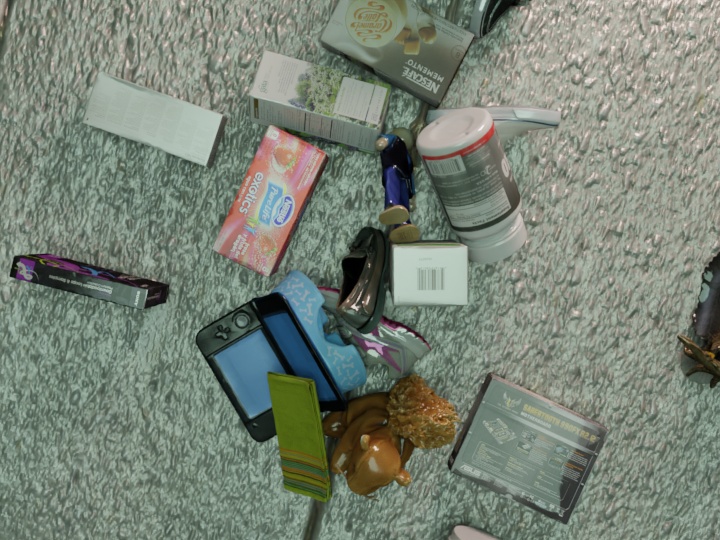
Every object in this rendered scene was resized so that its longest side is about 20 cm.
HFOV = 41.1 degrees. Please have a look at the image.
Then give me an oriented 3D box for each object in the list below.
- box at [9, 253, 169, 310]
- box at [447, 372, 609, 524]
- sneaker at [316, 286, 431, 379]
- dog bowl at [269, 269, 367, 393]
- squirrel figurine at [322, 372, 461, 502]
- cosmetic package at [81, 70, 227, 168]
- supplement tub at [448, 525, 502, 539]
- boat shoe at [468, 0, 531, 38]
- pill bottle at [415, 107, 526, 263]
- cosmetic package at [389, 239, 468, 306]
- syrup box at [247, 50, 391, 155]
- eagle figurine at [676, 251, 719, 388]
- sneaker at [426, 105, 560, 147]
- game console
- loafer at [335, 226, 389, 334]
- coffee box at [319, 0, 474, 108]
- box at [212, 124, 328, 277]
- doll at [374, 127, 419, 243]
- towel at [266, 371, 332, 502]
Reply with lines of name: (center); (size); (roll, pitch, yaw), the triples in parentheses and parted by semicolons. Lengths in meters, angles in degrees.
box: (-0.393, 0.015, 1.412); (0.198, 0.143, 0.037); (16, 92, 0)
box: (0.253, 0.269, 1.457); (0.198, 0.048, 0.160); (24, 93, 0)
sneaker: (0.004, 0.095, 1.437); (0.199, 0.081, 0.089); (33, 92, 0)
dog bowl: (-0.067, 0.097, 1.418); (0.049, 0.111, 0.201); (-32, 91, -23)
squirrel figurine: (0.042, 0.239, 1.389); (0.200, 0.187, 0.142); (-41, 91, 5)
cosmetic package: (-0.307, -0.226, 1.442); (0.198, 0.051, 0.083); (20, 92, 1)
supplement tub: (0.156, 0.500, 1.423); (0.144, 0.145, 0.202); (22, 94, 0)
boat shoe: (0.228, -0.424, 1.407); (0.068, 0.074, 0.201); (28, 84, 14)
pill bottle: (0.165, -0.119, 1.376); (0.113, 0.114, 0.201); (-25, 119, 3)
cosmetic package: (0.093, 0.002, 1.370); (0.106, 0.200, 0.086); (-1, 95, -1)
syrup box: (-0.061, -0.246, 1.411); (0.198, 0.082, 0.080); (15, 69, 2)
eagle figurine: (0.565, 0.080, 1.416); (0.201, 0.150, 0.152); (-53, 136, -25)
sneaker: (0.197, -0.208, 1.428); (0.197, 0.073, 0.072); (0, 102, 11)
game console: (-0.135, 0.148, 1.418); (0.170, 0.118, 0.201); (-30, 96, 3)
loafer: (0.000, 0.000, 1.380); (0.063, 0.201, 0.072); (28, 128, -23)
coffee box: (0.054, -0.336, 1.412); (0.199, 0.080, 0.115); (29, 94, 0)
box: (-0.130, -0.101, 1.420); (0.094, 0.103, 0.202); (25, 92, 0)
doll: (0.056, -0.132, 1.389); (0.048, 0.202, 0.137); (-15, 136, 18)
towel: (-0.092, 0.246, 1.415); (0.085, 0.018, 0.202); (6, 115, 29)
